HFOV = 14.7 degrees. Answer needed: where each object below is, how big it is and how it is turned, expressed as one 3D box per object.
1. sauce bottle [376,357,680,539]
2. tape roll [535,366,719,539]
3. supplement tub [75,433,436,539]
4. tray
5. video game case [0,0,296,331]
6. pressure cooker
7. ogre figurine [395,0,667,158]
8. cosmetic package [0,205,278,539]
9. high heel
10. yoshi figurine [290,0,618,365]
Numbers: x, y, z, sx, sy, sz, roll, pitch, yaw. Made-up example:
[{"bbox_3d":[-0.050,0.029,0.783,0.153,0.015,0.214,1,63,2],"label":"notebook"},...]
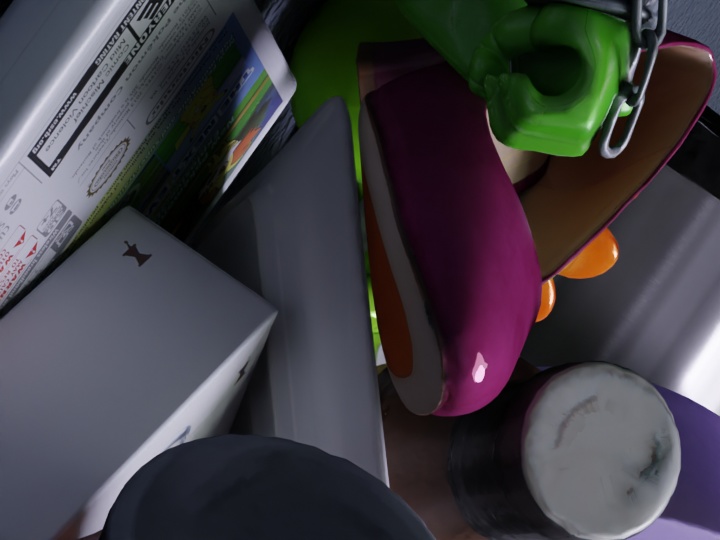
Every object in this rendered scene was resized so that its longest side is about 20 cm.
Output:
[{"bbox_3d":[0.018,0.051,0.701,0.065,0.065,0.200,-51,-170,-20],"label":"sauce bottle"},{"bbox_3d":[0.058,0.137,0.903,0.200,0.199,0.085,-59,-162,23],"label":"tape roll"},{"bbox_3d":[-0.045,0.126,0.580,0.107,0.107,0.200,-43,161,-49],"label":"supplement tub"},{"bbox_3d":[-0.020,0.068,0.680,0.107,0.022,0.201,141,-54,-63],"label":"tray"},{"bbox_3d":[-0.089,0.011,0.651,0.200,0.022,0.182,-55,170,-4],"label":"video game case"},{"bbox_3d":[0.072,0.023,1.018,0.200,0.178,0.176,-56,152,7],"label":"pressure cooker"},{"bbox_3d":[0.050,-0.115,0.659,0.200,0.098,0.120,-52,163,-63],"label":"ogre figurine"},{"bbox_3d":[-0.107,0.097,0.636,0.200,0.052,0.151,-46,164,-42],"label":"cosmetic package"},{"bbox_3d":[0.048,-0.024,0.661,0.200,0.096,0.068,-93,178,-64],"label":"high heel"},{"bbox_3d":[-0.010,-0.012,0.818,0.112,0.113,0.200,16,129,-42],"label":"yoshi figurine"}]
